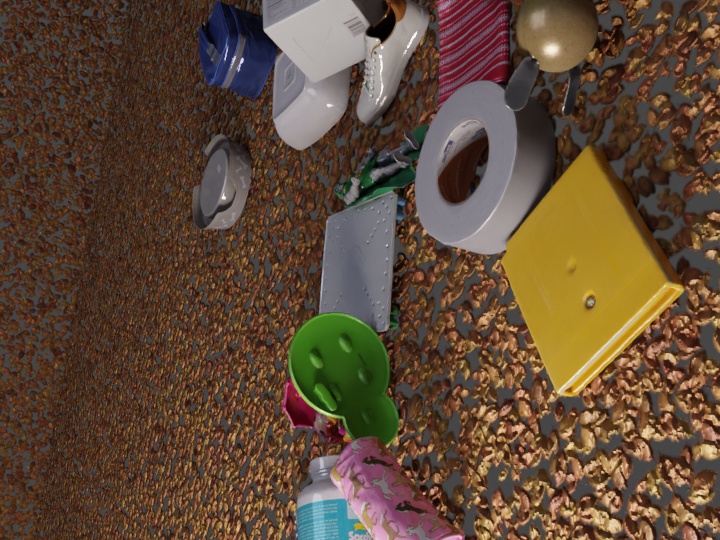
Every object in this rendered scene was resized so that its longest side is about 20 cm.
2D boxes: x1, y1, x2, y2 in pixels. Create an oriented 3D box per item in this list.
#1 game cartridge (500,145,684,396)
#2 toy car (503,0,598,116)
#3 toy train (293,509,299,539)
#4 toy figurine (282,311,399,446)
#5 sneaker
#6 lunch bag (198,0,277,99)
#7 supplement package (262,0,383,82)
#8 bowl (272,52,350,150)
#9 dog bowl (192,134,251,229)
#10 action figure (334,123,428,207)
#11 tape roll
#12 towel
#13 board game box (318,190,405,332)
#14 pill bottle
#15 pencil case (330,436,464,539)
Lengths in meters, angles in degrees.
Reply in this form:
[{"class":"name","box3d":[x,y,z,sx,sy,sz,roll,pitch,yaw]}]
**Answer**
[{"class":"game cartridge","box3d":[0.234,-0.001,0.920,0.177,0.032,0.203,-54,36,36]},{"class":"toy car","box3d":[0.204,-0.276,0.955,0.157,0.161,0.206,16,105,59]},{"class":"toy train","box3d":[-0.070,0.443,1.273,0.046,0.033,0.204,121,146,-50]},{"class":"toy figurine","box3d":[-0.041,0.188,1.252,0.202,0.148,0.185,57,149,13]},{"class":"sneaker","box3d":[0.025,-0.324,1.328,0.203,0.083,0.073,-63,35,26]},{"class":"lunch bag","box3d":[-0.271,-0.473,1.831,0.137,0.130,0.202,-58,36,29]},{"class":"supplement package","box3d":[-0.060,-0.451,1.403,0.148,0.151,0.204,-19,60,24]},{"class":"bowl","box3d":[-0.097,-0.338,1.550,0.199,0.073,0.205,-28,56,54]},{"class":"dog bowl","box3d":[-0.292,-0.181,1.836,0.199,0.058,0.205,-27,58,53]},{"class":"action figure","box3d":[0.018,-0.143,1.289,0.199,0.054,0.120,-27,30,55]},{"class":"tape roll","box3d":[0.149,-0.126,1.069,0.199,0.065,0.205,-29,55,52]},{"class":"towel","box3d":[0.150,-0.316,1.175,0.144,0.022,0.205,-23,60,54]},{"class":"board game box","box3d":[0.000,0.000,1.313,0.198,0.025,0.205,-16,67,56]},{"class":"pill bottle","box3d":[-0.030,0.356,1.157,0.110,0.109,0.205,-36,51,48]},{"class":"pencil case","box3d":[0.042,0.288,1.059,0.083,0.086,0.200,-53,44,3]}]
